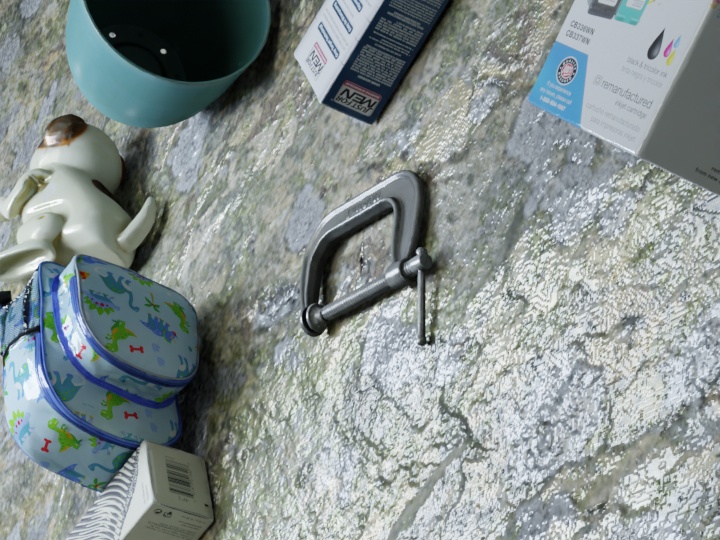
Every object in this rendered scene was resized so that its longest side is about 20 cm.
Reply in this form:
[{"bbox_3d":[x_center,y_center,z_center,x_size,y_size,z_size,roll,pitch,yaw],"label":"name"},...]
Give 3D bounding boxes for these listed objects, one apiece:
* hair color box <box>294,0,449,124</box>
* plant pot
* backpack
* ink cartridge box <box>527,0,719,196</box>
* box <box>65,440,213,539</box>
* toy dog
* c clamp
[{"bbox_3d":[0.024,-0.242,1.782,0.200,0.060,0.100,-57,31,20],"label":"hair color box"},{"bbox_3d":[-0.213,-0.240,2.059,0.161,0.200,0.202,134,146,-55],"label":"plant pot"},{"bbox_3d":[-0.246,0.095,1.896,0.147,0.182,0.201,-43,36,33],"label":"backpack"},{"bbox_3d":[0.235,-0.156,1.277,0.201,0.146,0.147,-65,29,6],"label":"ink cartridge box"},{"bbox_3d":[-0.218,0.254,1.862,0.200,0.068,0.082,-51,34,29],"label":"box"},{"bbox_3d":[-0.314,-0.075,2.177,0.194,0.139,0.201,-34,42,27],"label":"toy dog"},{"bbox_3d":[0.000,0.000,1.700,0.200,0.027,0.172,-22,53,52],"label":"c clamp"}]
